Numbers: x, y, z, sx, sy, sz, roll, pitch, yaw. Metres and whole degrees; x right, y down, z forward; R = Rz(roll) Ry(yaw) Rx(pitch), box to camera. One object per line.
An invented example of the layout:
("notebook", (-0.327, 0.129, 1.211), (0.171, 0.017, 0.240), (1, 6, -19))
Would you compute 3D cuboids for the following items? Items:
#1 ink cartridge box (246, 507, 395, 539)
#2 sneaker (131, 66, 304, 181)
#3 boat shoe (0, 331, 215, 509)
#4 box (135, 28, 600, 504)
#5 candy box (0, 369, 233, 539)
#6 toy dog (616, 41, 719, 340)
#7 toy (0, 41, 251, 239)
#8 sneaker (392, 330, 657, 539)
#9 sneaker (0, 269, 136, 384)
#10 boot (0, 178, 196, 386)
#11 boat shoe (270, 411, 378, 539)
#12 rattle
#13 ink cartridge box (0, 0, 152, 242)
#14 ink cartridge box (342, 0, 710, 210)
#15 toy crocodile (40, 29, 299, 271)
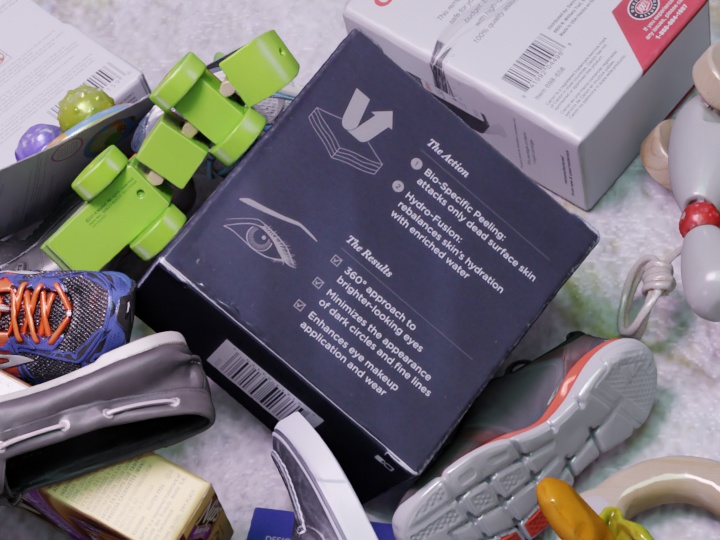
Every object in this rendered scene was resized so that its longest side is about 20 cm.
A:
("ink cartridge box", (0.005, 0.227, 1.516), (0.197, 0.047, 0.200), (5, 59, 13))
("sneaker", (-0.048, -0.080, 1.677), (0.200, 0.078, 0.086), (-6, 61, -28))
("boat shoe", (-0.176, 0.099, 1.463), (0.200, 0.067, 0.057), (-25, 65, -9))
("box", (0.000, 0.000, 1.579), (0.197, 0.117, 0.200), (41, 68, -3))
("candy box", (-0.179, 0.118, 1.553), (0.200, 0.117, 0.057), (28, 74, 14))
("toy dog", (0.237, -0.042, 1.628), (0.096, 0.132, 0.200), (18, 64, -16))
("toy", (-0.169, -0.092, 1.692), (0.200, 0.115, 0.047), (-25, 73, -22))
("sneaker", (0.088, 0.105, 1.575), (0.200, 0.077, 0.082), (-34, 34, -24))
("sneaker", (-0.215, 0.032, 1.575), (0.200, 0.078, 0.076), (-7, 72, 38))
("boot", (-0.175, 0.025, 1.677), (0.200, 0.068, 0.131), (-28, 61, -1))
("boat shoe", (-0.018, 0.176, 1.487), (0.068, 0.072, 0.200), (-24, 68, -5))
("rattle", (0.210, 0.131, 1.493), (0.200, 0.143, 0.130), (-10, 37, 10))
("ink cartridge box", (-0.265, -0.096, 1.778), (0.200, 0.044, 0.173), (-41, 48, -17))
("ink cartridge box", (0.110, -0.154, 1.728), (0.200, 0.084, 0.144), (32, 67, 25))
("toy crocodile", (-0.118, -0.071, 1.607), (0.067, 0.062, 0.200), (40, 102, -9))
